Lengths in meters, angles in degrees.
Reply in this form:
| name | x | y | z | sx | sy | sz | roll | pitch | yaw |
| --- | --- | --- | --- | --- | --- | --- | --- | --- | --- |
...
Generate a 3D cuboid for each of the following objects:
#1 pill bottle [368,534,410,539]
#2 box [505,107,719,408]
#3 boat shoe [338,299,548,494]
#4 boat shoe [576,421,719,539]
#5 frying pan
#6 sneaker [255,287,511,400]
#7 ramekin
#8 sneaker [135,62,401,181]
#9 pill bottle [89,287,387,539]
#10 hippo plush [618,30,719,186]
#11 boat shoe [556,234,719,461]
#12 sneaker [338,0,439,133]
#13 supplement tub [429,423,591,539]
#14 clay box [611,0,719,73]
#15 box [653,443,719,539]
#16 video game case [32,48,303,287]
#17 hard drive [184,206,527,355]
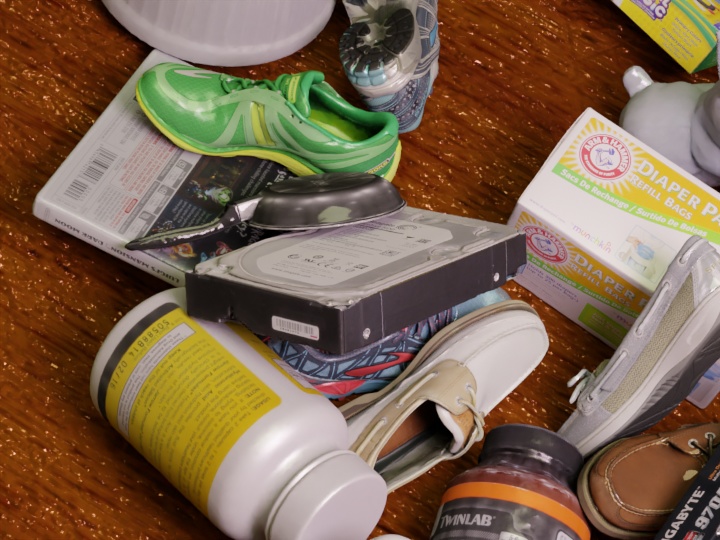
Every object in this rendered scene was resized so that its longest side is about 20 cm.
| name | x | y | z | sx | sy | sz | roll | pitch | yaw |
| --- | --- | --- | --- | --- | --- | --- | --- | --- | --- |
| pill bottle | -0.041 | 0.245 | 1.145 | 0.200 | 0.112 | 0.113 | -25 | 63 | 21 |
| box | 0.210 | -0.009 | 1.369 | 0.200 | 0.113 | 0.101 | 34 | 66 | 8 |
| boat shoe | 0.056 | 0.098 | 1.287 | 0.200 | 0.075 | 0.068 | -36 | 35 | -11 |
| boat shoe | 0.232 | 0.134 | 1.281 | 0.200 | 0.068 | 0.072 | -8 | 69 | -44 |
| frying pan | -0.062 | -0.045 | 1.305 | 0.190 | 0.115 | 0.031 | -3 | 103 | 8 |
| sneaker | 0.024 | 0.043 | 1.315 | 0.200 | 0.096 | 0.079 | -12 | 66 | -17 |
| ramekin | -0.106 | -0.265 | 1.439 | 0.200 | 0.098 | 0.201 | 7 | 56 | -11 |
| sneaker | -0.063 | -0.119 | 1.352 | 0.200 | 0.084 | 0.074 | 16 | 45 | -7 |
| pill bottle | -0.078 | 0.108 | 1.222 | 0.111 | 0.111 | 0.200 | -35 | 55 | -25 |
| hippo plush | 0.276 | -0.086 | 1.402 | 0.200 | 0.161 | 0.159 | -6 | 88 | -44 |
| boat shoe | 0.197 | 0.062 | 1.289 | 0.074 | 0.202 | 0.065 | -15 | 60 | -44 |
| sneaker | 0.027 | -0.182 | 1.455 | 0.078 | 0.086 | 0.200 | -8 | 38 | 18 |
| supplement tub | 0.093 | 0.205 | 1.239 | 0.107 | 0.107 | 0.200 | 19 | 60 | -1 |
| clay box | 0.228 | -0.248 | 1.508 | 0.200 | 0.048 | 0.115 | 46 | 29 | 12 |
| box | 0.286 | 0.205 | 1.246 | 0.159 | 0.046 | 0.200 | -49 | 120 | -28 |
| video game case | -0.114 | -0.065 | 1.357 | 0.182 | 0.023 | 0.200 | 26 | 44 | 3 |
| hard drive | 0.000 | 0.000 | 1.243 | 0.140 | 0.038 | 0.200 | 13 | 22 | 39 |
